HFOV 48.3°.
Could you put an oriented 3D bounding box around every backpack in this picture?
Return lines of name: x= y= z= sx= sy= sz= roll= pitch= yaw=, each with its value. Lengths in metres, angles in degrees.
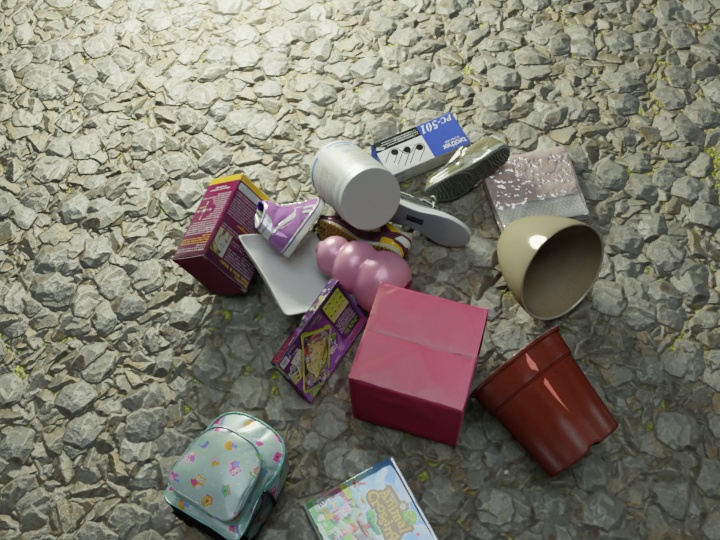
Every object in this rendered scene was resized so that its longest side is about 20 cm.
backpack: x=-0.218 y=0.344 z=1.367 sx=0.174 sy=0.154 sz=0.201 roll=23 pitch=57 yaw=20

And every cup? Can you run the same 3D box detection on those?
cup: x=0.346 y=-0.027 z=1.546 sx=0.199 sy=0.202 sz=0.143 roll=-29 pitch=39 yaw=-14

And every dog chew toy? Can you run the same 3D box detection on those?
dog chew toy: x=0.000 y=0.000 z=1.560 sx=0.199 sy=0.125 sz=0.125 roll=29 pitch=66 yaw=15

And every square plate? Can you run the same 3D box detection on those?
square plate: x=-0.121 y=0.006 z=1.569 sx=0.197 sy=0.029 sz=0.201 roll=-5 pitch=53 yaw=-45

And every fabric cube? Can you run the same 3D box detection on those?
fabric cube: x=0.104 y=0.168 z=1.426 sx=0.197 sy=0.197 sz=0.202 roll=14 pitch=63 yaw=11

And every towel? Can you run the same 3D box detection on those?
towel: x=0.366 y=-0.171 z=1.699 sx=0.198 sy=0.032 sz=0.193 roll=-10 pitch=61 yaw=-5

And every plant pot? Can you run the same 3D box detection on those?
plant pot: x=0.327 y=0.236 z=1.394 sx=0.200 sy=0.201 sz=0.196 roll=-32 pitch=73 yaw=-15

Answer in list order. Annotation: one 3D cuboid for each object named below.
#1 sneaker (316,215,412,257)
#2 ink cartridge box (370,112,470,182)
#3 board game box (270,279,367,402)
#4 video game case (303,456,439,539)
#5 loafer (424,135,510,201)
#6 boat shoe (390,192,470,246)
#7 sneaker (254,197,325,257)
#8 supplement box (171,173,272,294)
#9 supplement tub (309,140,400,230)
sneaker: x=0.008 y=-0.073 z=1.641 sx=0.198 sy=0.075 sz=0.090 roll=24 pitch=47 yaw=14
ink cartridge box: x=0.131 y=-0.266 z=1.750 sx=0.198 sy=0.044 sz=0.095 roll=-24 pitch=65 yaw=-11
board game box: x=-0.074 y=0.130 z=1.499 sx=0.032 sy=0.120 sz=0.201 roll=6 pitch=52 yaw=48
video game case: x=0.025 y=0.448 z=1.372 sx=0.181 sy=0.022 sz=0.201 roll=-26 pitch=63 yaw=-12
loafer: x=0.219 y=-0.217 z=1.699 sx=0.199 sy=0.075 sz=0.070 roll=-30 pitch=49 yaw=1
boat shoe: x=0.137 y=-0.112 z=1.652 sx=0.197 sy=0.074 sz=0.068 roll=18 pitch=43 yaw=6
sneaker: x=-0.144 y=-0.118 z=1.601 sx=0.114 sy=0.073 sz=0.201 roll=37 pitch=31 yaw=-4
supplement box: x=-0.261 y=-0.071 z=1.592 sx=0.102 sy=0.131 sz=0.201 roll=-5 pitch=53 yaw=40
supplement tub: x=-0.014 y=-0.174 z=1.612 sx=0.131 sy=0.133 sz=0.200 roll=-23 pitch=31 yaw=-11
